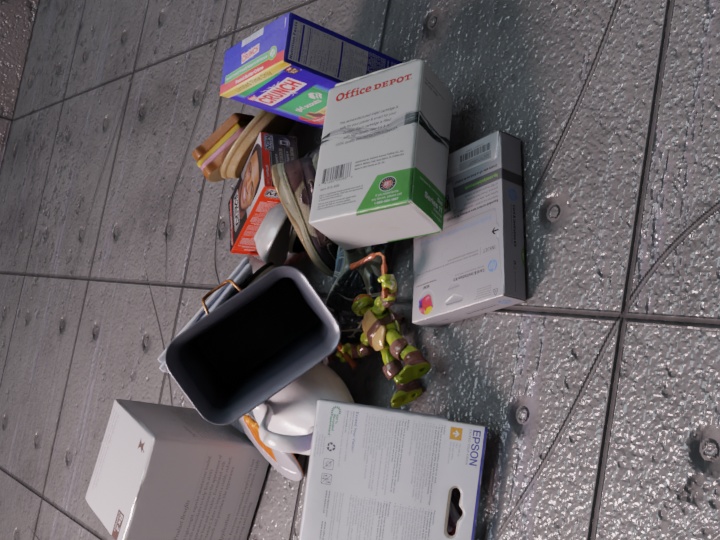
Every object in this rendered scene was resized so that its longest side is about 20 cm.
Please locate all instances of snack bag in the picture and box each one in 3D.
[{"bbox_3d":[-0.211,0.071,1.303,0.189,0.021,0.200,-51,-4,-9],"label":"snack bag"}]

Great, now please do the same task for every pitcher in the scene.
[{"bbox_3d":[-0.079,0.182,1.164,0.200,0.171,0.122,25,103,53],"label":"pitcher"}]

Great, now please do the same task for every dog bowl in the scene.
[{"bbox_3d":[-0.162,0.087,1.317,0.074,0.200,0.200,38,117,5],"label":"dog bowl"}]

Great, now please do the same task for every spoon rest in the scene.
[{"bbox_3d":[-0.133,-0.037,1.378,0.100,0.061,0.200,-64,7,-29],"label":"spoon rest"}]

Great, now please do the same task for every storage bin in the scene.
[{"bbox_3d":[-0.140,0.078,1.158,0.200,0.146,0.134,-35,6,-2],"label":"storage bin"}]

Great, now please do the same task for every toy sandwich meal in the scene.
[{"bbox_3d":[-0.175,-0.223,1.443,0.070,0.205,0.205,41,120,3],"label":"toy sandwich meal"}]

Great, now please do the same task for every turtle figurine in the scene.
[{"bbox_3d":[0.026,0.088,1.139,0.161,0.064,0.200,59,137,34],"label":"turtle figurine"}]

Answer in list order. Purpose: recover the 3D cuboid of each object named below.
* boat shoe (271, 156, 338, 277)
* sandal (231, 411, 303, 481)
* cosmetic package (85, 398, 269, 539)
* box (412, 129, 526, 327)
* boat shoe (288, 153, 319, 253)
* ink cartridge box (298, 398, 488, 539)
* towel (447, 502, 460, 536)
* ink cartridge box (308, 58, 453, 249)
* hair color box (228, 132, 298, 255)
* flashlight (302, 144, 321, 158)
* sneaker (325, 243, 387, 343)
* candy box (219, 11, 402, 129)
[{"bbox_3d":[-0.054,-0.070,1.232,0.065,0.200,0.072,-19,39,12],"label":"boat shoe"},{"bbox_3d":[-0.137,0.215,1.308,0.207,0.059,0.079,36,149,38],"label":"sandal"},{"bbox_3d":[-0.270,0.303,1.354,0.165,0.200,0.165,22,95,54],"label":"cosmetic package"},{"bbox_3d":[0.125,-0.046,1.083,0.156,0.041,0.201,-22,60,49],"label":"box"},{"bbox_3d":[-0.058,-0.086,1.319,0.200,0.066,0.075,111,172,-46],"label":"boat shoe"},{"bbox_3d":[0.036,0.254,1.020,0.199,0.043,0.197,7,85,16],"label":"ink cartridge box"},{"bbox_3d":[0.035,0.313,1.086,0.200,0.030,0.146,-59,39,21],"label":"towel"},{"bbox_3d":[0.028,-0.140,1.113,0.146,0.083,0.200,-9,61,33],"label":"ink cartridge box"},{"bbox_3d":[-0.153,-0.115,1.421,0.200,0.061,0.102,127,142,-53],"label":"hair color box"},{"bbox_3d":[-0.023,-0.167,1.309,0.200,0.068,0.068,-30,96,48],"label":"flashlight"},{"bbox_3d":[0.000,0.000,1.225,0.086,0.077,0.200,-100,23,-76],"label":"sneaker"},{"bbox_3d":[-0.069,-0.271,1.287,0.169,0.200,0.077,-10,70,52],"label":"candy box"}]
